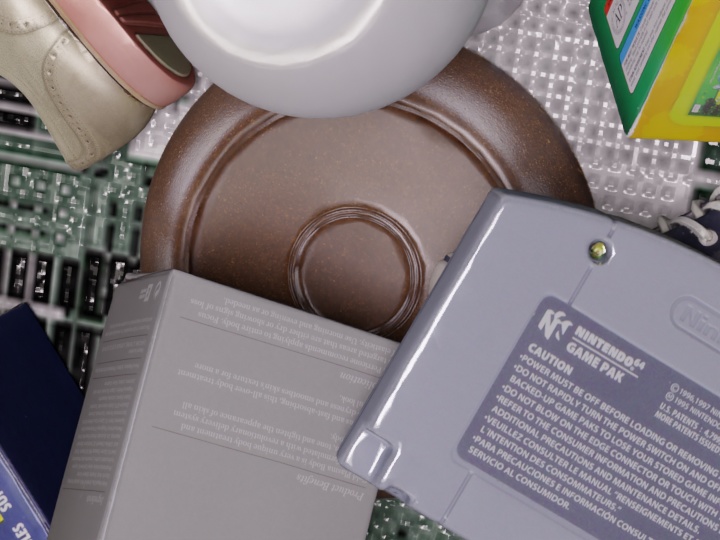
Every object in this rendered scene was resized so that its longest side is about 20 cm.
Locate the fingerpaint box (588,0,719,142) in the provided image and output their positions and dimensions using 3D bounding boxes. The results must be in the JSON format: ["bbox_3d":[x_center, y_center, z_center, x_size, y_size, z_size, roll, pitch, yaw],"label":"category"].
[{"bbox_3d":[0.189,-0.134,0.733,0.165,0.074,0.201,1,140,-15],"label":"fingerpaint box"}]

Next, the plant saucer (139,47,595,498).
[{"bbox_3d":[0.000,0.000,0.894,0.198,0.032,0.202,2,99,11],"label":"plant saucer"}]

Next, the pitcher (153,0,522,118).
[{"bbox_3d":[-0.030,-0.119,0.793,0.170,0.200,0.122,-2,99,13],"label":"pitcher"}]

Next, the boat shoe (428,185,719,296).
[{"bbox_3d":[0.130,-0.004,0.837,0.198,0.075,0.094,14,97,-13],"label":"boat shoe"}]

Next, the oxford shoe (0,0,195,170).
[{"bbox_3d":[-0.159,-0.127,0.884,0.074,0.071,0.200,-42,89,17],"label":"oxford shoe"}]

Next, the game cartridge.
[{"bbox_3d":[0.107,0.061,0.787,0.199,0.041,0.134,31,96,-11],"label":"game cartridge"}]

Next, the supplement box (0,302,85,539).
[{"bbox_3d":[-0.207,0.117,0.912,0.199,0.110,0.109,-32,92,15],"label":"supplement box"}]

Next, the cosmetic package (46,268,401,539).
[{"bbox_3d":[-0.061,0.110,0.816,0.106,0.090,0.202,20,81,-19],"label":"cosmetic package"}]
